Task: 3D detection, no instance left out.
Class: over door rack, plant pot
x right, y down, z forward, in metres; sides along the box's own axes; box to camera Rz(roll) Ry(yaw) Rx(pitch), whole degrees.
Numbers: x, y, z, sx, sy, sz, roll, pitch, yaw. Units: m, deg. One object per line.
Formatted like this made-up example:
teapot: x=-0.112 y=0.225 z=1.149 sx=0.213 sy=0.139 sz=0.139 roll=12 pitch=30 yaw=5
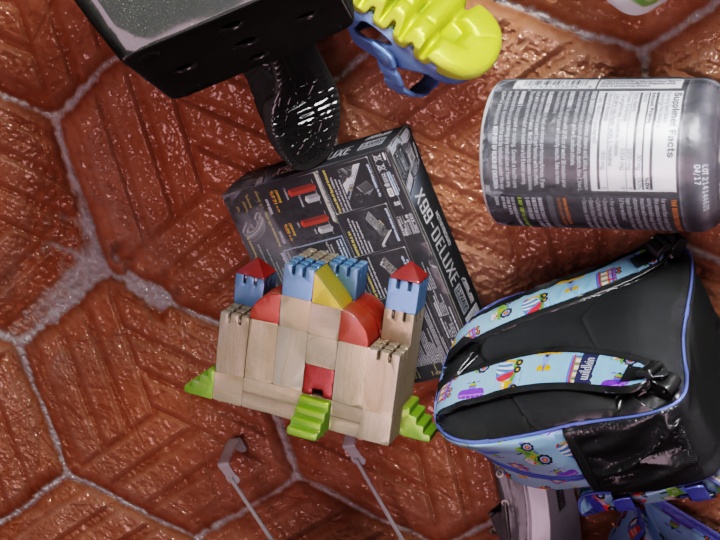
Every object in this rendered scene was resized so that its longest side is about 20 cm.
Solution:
over door rack: x=-0.035 y=0.239 z=1.256 sx=0.147 sy=0.067 sz=0.200 roll=-12 pitch=111 yaw=27
plant pot: x=-0.104 y=-0.222 z=0.883 sx=0.199 sy=0.200 sz=0.178 roll=-22 pitch=85 yaw=4

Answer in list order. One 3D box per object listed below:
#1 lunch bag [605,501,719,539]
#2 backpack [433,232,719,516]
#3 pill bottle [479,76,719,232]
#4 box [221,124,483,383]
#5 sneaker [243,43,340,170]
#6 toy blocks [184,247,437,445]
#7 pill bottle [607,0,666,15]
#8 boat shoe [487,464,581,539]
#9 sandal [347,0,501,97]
lunch bag: x=0.282 y=0.294 z=1.141 sx=0.200 sy=0.094 sz=0.151 roll=24 pitch=125 yaw=3
backpack: x=0.162 y=0.087 z=1.021 sx=0.200 sy=0.183 sz=0.135 roll=-16 pitch=125 yaw=27
pill bottle: x=0.190 y=-0.080 z=0.964 sx=0.200 sy=0.106 sz=0.106 roll=3 pitch=118 yaw=21
box: x=0.000 y=0.000 z=1.122 sx=0.157 sy=0.050 sz=0.200 roll=-14 pitch=110 yaw=29
sneaker: x=-0.074 y=-0.179 z=1.044 sx=0.104 sy=0.060 sz=0.200 roll=46 pitch=158 yaw=50
toy blocks: x=-0.032 y=0.048 z=1.086 sx=0.200 sy=0.100 sz=0.137 roll=13 pitch=109 yaw=17
pill bottle: x=0.224 y=-0.253 z=0.854 sx=0.200 sy=0.111 sz=0.111 roll=-30 pitch=102 yaw=32
boat shoe: x=0.136 y=0.199 z=1.155 sx=0.066 sy=0.070 sz=0.200 roll=2 pitch=110 yaw=34
sandal: x=0.005 y=-0.192 z=1.005 sx=0.200 sy=0.079 sz=0.087 roll=45 pitch=153 yaw=6
